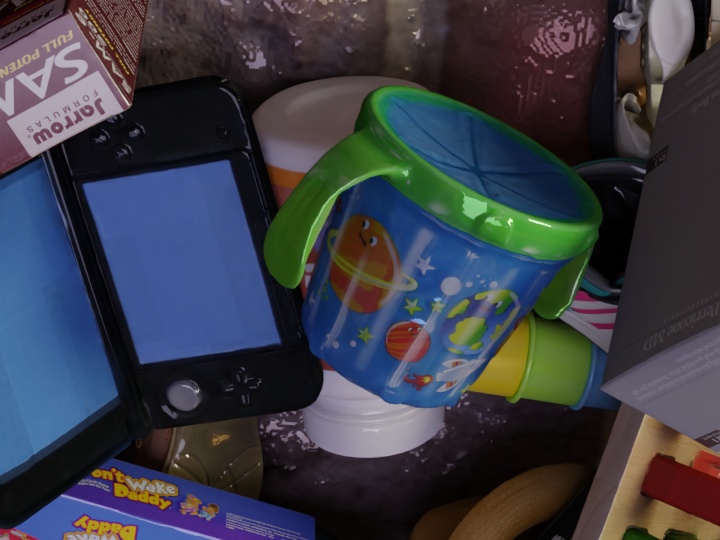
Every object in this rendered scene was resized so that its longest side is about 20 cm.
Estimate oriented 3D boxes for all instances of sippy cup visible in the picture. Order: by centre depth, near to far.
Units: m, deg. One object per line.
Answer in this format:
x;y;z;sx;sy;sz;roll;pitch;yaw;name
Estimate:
0.036;-0.005;1.128;0.177;0.140;0.131;24;112;-9;sippy cup

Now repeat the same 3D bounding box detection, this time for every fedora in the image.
0.085;0.194;1.348;0.200;0.082;0.202;-21;123;-36;fedora

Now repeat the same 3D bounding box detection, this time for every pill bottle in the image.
0.000;0.000;1.250;0.112;0.112;0.201;-6;117;0;pill bottle

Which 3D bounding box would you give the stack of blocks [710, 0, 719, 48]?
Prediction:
0.295;-0.150;1.185;0.199;0.115;0.059;5;118;15;stack of blocks

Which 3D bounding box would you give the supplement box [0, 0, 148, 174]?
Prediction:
-0.171;-0.120;1.131;0.108;0.200;0.061;-28;115;11;supplement box

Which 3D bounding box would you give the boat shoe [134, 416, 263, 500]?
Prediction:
-0.100;0.098;1.322;0.072;0.068;0.201;-4;119;-28;boat shoe

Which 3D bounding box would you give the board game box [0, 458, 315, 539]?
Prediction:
-0.142;0.180;1.291;0.199;0.045;0.135;18;122;-13;board game box

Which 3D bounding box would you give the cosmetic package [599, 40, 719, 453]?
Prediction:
0.197;-0.021;1.114;0.090;0.201;0.107;30;145;-18;cosmetic package

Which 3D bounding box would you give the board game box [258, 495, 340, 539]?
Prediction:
-0.016;0.252;1.369;0.028;0.135;0.201;-26;121;-32;board game box

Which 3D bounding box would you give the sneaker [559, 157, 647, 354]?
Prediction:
0.168;-0.001;1.245;0.199;0.121;0.084;26;73;-11;sneaker

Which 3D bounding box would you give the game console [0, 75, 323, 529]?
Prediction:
-0.129;0.019;1.160;0.170;0.118;0.201;-9;115;15;game console

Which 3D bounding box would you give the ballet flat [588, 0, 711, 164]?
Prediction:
0.165;-0.105;1.230;0.073;0.073;0.201;-1;117;-2;ballet flat

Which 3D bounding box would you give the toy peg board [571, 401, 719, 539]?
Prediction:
0.232;0.114;1.229;0.200;0.098;0.200;19;92;-50;toy peg board

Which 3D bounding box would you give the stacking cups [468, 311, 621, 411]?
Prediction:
0.150;0.059;1.324;0.199;0.061;0.061;9;116;-13;stacking cups

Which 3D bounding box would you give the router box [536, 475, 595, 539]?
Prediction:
0.172;0.213;1.330;0.150;0.062;0.200;-43;133;-24;router box
